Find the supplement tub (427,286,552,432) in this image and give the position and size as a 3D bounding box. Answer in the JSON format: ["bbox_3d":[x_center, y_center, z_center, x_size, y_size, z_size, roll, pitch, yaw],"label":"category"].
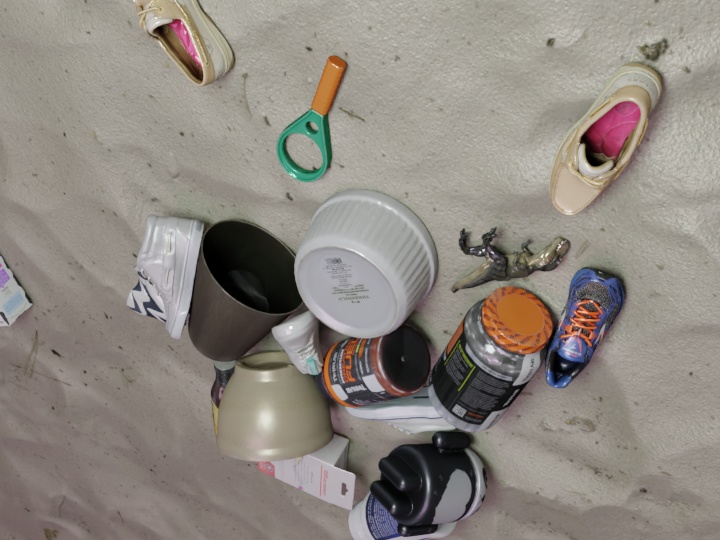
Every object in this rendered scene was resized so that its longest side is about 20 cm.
[{"bbox_3d":[0.178,0.122,1.198,0.121,0.123,0.201,30,136,4],"label":"supplement tub"}]

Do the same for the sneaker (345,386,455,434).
[{"bbox_3d":[0.066,0.229,1.389,0.196,0.073,0.072,-1,122,30],"label":"sneaker"}]

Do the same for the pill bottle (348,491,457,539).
[{"bbox_3d":[0.069,0.427,1.527,0.111,0.112,0.199,47,134,-13],"label":"pill bottle"}]

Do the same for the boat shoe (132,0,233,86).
[{"bbox_3d":[-0.246,-0.323,1.110,0.073,0.070,0.200,-29,109,43],"label":"boat shoe"}]

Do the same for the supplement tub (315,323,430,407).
[{"bbox_3d":[0.010,0.150,1.322,0.107,0.107,0.199,48,144,-14],"label":"supplement tub"}]

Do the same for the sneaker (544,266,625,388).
[{"bbox_3d":[0.288,0.080,1.130,0.074,0.079,0.203,19,134,14],"label":"sneaker"}]

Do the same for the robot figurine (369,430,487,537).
[{"bbox_3d":[0.112,0.337,1.373,0.197,0.127,0.150,9,146,-40],"label":"robot figurine"}]

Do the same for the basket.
[{"bbox_3d":[-0.191,0.047,1.351,0.179,0.136,0.201,38,140,2],"label":"basket"}]

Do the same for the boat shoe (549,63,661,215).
[{"bbox_3d":[0.259,-0.132,0.963,0.073,0.070,0.202,27,135,7],"label":"boat shoe"}]

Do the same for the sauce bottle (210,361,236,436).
[{"bbox_3d":[-0.240,0.233,1.582,0.065,0.066,0.203,18,131,16],"label":"sauce bottle"}]

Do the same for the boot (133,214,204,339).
[{"bbox_3d":[-0.303,0.007,1.347,0.094,0.074,0.204,11,112,-9],"label":"boot"}]

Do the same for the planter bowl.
[{"bbox_3d":[-0.145,0.212,1.433,0.197,0.199,0.138,2,102,28],"label":"planter bowl"}]

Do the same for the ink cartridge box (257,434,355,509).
[{"bbox_3d":[-0.088,0.343,1.581,0.197,0.068,0.118,21,135,16],"label":"ink cartridge box"}]

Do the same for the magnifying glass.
[{"bbox_3d":[-0.060,-0.195,1.144,0.079,0.022,0.201,31,135,4],"label":"magnifying glass"}]

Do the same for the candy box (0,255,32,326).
[{"bbox_3d":[-0.762,0.012,1.695,0.165,0.072,0.203,-5,123,33],"label":"candy box"}]

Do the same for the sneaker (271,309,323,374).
[{"bbox_3d":[-0.083,0.114,1.307,0.200,0.074,0.090,98,149,-79],"label":"sneaker"}]

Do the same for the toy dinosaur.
[{"bbox_3d":[0.173,-0.016,1.144,0.198,0.048,0.088,-18,123,43],"label":"toy dinosaur"}]

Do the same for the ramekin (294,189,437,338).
[{"bbox_3d":[0.000,0.000,1.213,0.197,0.106,0.203,17,133,18],"label":"ramekin"}]

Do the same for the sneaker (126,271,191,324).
[{"bbox_3d":[-0.304,0.023,1.435,0.128,0.080,0.200,28,129,-4],"label":"sneaker"}]
